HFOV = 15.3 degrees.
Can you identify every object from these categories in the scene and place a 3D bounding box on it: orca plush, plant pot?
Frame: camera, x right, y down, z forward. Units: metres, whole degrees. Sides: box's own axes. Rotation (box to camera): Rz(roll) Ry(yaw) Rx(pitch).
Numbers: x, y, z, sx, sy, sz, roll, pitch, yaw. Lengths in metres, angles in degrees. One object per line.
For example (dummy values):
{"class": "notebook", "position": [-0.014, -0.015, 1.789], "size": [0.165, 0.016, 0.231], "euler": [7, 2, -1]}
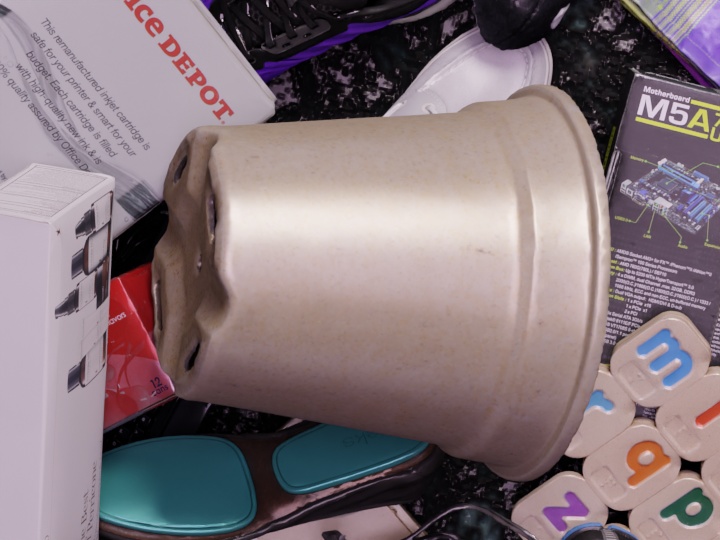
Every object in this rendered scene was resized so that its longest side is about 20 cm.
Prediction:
{"class": "orca plush", "position": [0.127, -0.209, 1.434], "size": [0.105, 0.071, 0.200], "euler": [47, 67, -23]}
{"class": "plant pot", "position": [0.000, 0.000, 1.319], "size": [0.183, 0.200, 0.200], "euler": [4, 90, -19]}

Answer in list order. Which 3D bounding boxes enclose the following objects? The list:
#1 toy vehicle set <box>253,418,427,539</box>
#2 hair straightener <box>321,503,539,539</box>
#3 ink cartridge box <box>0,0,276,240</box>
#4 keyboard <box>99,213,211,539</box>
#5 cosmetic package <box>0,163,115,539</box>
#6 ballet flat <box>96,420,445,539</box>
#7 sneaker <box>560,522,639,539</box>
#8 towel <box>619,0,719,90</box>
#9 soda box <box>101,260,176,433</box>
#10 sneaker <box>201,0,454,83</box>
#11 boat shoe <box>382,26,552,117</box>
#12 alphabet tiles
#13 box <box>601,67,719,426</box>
{"class": "toy vehicle set", "position": [-0.061, 0.183, 1.464], "size": [0.200, 0.027, 0.124], "euler": [-40, 91, -1]}
{"class": "hair straightener", "position": [0.005, 0.172, 1.417], "size": [0.200, 0.041, 0.077], "euler": [-16, 124, -2]}
{"class": "ink cartridge box", "position": [-0.165, -0.084, 1.358], "size": [0.200, 0.083, 0.147], "euler": [-37, 113, 2]}
{"class": "keyboard", "position": [-0.123, 0.041, 1.436], "size": [0.104, 0.040, 0.200], "euler": [32, 98, 24]}
{"class": "cosmetic package", "position": [-0.159, 0.056, 1.314], "size": [0.051, 0.083, 0.200], "euler": [11, 111, 17]}
{"class": "ballet flat", "position": [-0.052, 0.119, 1.414], "size": [0.200, 0.068, 0.068], "euler": [-9, 56, -4]}
{"class": "sneaker", "position": [0.130, 0.234, 1.432], "size": [0.071, 0.083, 0.200], "euler": [4, 97, -4]}
{"class": "towel", "position": [0.252, -0.139, 1.476], "size": [0.200, 0.023, 0.144], "euler": [45, 90, -1]}
{"class": "soda box", "position": [-0.175, 0.067, 1.407], "size": [0.200, 0.063, 0.070], "euler": [-27, 90, 23]}
{"class": "sneaker", "position": [-0.036, -0.146, 1.429], "size": [0.200, 0.100, 0.070], "euler": [-24, 88, -2]}
{"class": "boat shoe", "position": [0.028, -0.059, 1.447], "size": [0.200, 0.069, 0.072], "euler": [-40, 91, -1]}
{"class": "alphabet tiles", "position": [0.190, 0.119, 1.444], "size": [0.196, 0.015, 0.200], "euler": [-37, 104, 16]}
{"class": "box", "position": [0.216, 0.007, 1.451], "size": [0.200, 0.048, 0.193], "euler": [14, 96, -1]}
